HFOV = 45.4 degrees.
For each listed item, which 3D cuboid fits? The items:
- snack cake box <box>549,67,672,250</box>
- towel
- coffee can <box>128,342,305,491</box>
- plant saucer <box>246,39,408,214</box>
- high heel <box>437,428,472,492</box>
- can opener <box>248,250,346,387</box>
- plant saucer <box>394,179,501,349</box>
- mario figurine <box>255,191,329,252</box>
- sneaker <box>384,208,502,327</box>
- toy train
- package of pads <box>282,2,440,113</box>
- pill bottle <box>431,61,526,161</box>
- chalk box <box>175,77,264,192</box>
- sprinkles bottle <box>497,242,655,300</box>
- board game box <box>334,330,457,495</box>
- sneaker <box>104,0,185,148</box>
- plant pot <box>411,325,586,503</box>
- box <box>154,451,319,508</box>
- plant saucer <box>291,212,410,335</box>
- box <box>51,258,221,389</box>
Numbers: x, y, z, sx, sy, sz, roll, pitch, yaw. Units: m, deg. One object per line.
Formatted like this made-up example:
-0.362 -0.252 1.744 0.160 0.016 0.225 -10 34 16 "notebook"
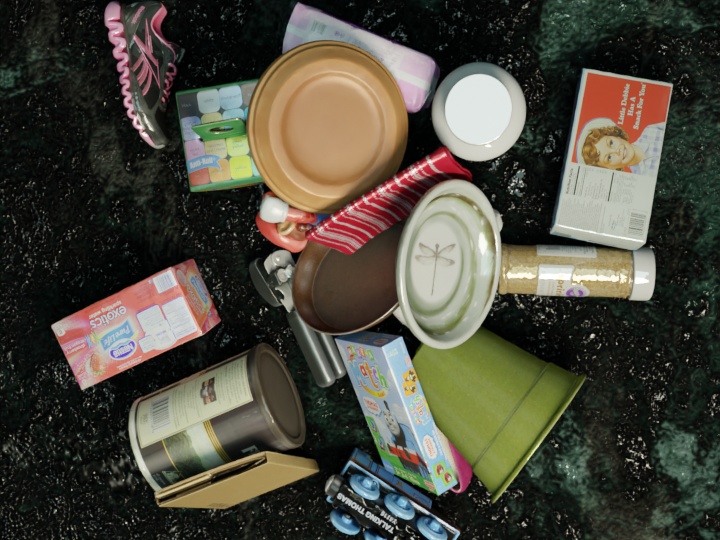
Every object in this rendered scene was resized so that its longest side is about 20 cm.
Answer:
0.312 -0.138 1.077 0.113 0.067 0.204 11 85 9 "snack cake box"
0.038 -0.080 1.047 0.198 0.144 0.023 -31 76 12 "towel"
-0.193 0.205 1.176 0.197 0.146 0.149 -24 94 11 "coffee can"
-0.034 -0.166 1.008 0.196 0.037 0.205 -3 101 -16 "plant saucer"
0.080 0.209 1.163 0.067 0.096 0.202 -33 92 12 "high heel"
-0.084 0.065 1.198 0.066 0.052 0.203 -26 92 45 "can opener"
0.097 -0.009 1.045 0.050 0.198 0.205 8 101 43 "plant saucer"
-0.059 -0.100 1.128 0.197 0.123 0.108 -17 57 29 "mario figurine"
0.116 -0.001 1.152 0.199 0.078 0.100 -39 120 1 "sneaker"
0.043 0.331 1.175 0.198 0.114 0.088 31 104 3 "toy train"
0.004 -0.267 1.098 0.197 0.121 0.077 23 100 4 "package of pads"
0.144 -0.190 1.048 0.110 0.200 0.115 1 98 8 "pill bottle"
-0.153 -0.169 1.093 0.122 0.200 0.127 -7 97 9 "chalk box"
0.278 0.001 1.122 0.196 0.068 0.070 2 98 8 "sprinkles bottle"
0.043 0.178 1.118 0.036 0.151 0.203 -24 100 -22 "board game box"
-0.279 -0.270 1.168 0.093 0.079 0.204 -13 97 -2 "sneaker"
0.158 0.157 1.114 0.189 0.200 0.202 38 101 14 "plant pot"
-0.159 0.284 1.160 0.161 0.200 0.022 -23 69 10 "box"
0.000 0.000 1.126 0.199 0.202 0.035 -33 135 11 "plant saucer"
-0.309 0.074 1.200 0.197 0.095 0.104 -25 94 11 "box"
